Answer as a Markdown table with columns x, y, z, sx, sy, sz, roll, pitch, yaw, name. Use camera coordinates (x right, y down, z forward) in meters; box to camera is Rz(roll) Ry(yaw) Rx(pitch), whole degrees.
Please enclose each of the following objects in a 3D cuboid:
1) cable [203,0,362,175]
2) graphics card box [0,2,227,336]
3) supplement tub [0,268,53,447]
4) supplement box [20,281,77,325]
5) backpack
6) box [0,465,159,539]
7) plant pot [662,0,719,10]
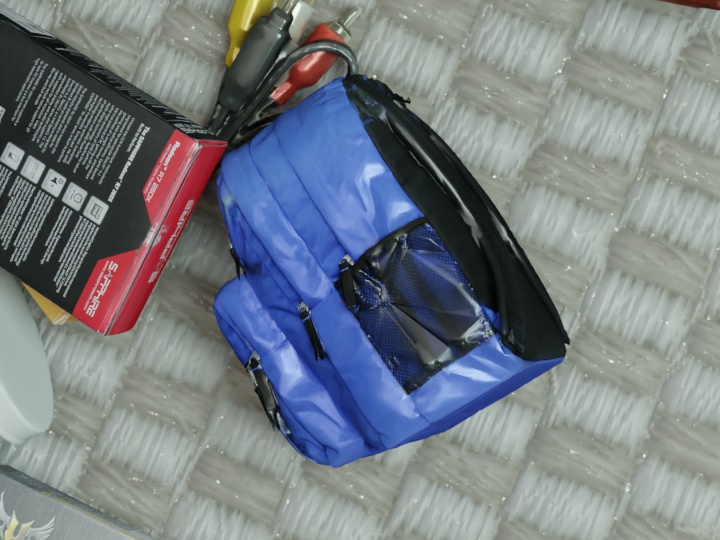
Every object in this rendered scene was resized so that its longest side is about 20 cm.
| x | y | z | sx | sy | sz | roll | pitch | yaw | name |
| --- | --- | --- | --- | --- | --- | --- | --- | --- | --- |
| -0.072 | -0.095 | 1.169 | 0.097 | 0.050 | 0.200 | 35 | 102 | 2 | cable |
| -0.188 | -0.067 | 1.083 | 0.200 | 0.051 | 0.126 | 31 | 102 | 14 | graphics card box |
| -0.297 | 0.071 | 1.123 | 0.199 | 0.140 | 0.141 | -20 | 82 | 5 | supplement tub |
| -0.207 | -0.064 | 1.152 | 0.067 | 0.069 | 0.200 | -43 | 76 | 20 | supplement box |
| 0.000 | 0.000 | 1.080 | 0.167 | 0.162 | 0.200 | -31 | 82 | 7 | backpack |
| -0.165 | 0.229 | 1.137 | 0.199 | 0.048 | 0.159 | 25 | 89 | 9 | box |
| 0.208 | -0.250 | 1.069 | 0.200 | 0.201 | 0.196 | 13 | 95 | 9 | plant pot |
